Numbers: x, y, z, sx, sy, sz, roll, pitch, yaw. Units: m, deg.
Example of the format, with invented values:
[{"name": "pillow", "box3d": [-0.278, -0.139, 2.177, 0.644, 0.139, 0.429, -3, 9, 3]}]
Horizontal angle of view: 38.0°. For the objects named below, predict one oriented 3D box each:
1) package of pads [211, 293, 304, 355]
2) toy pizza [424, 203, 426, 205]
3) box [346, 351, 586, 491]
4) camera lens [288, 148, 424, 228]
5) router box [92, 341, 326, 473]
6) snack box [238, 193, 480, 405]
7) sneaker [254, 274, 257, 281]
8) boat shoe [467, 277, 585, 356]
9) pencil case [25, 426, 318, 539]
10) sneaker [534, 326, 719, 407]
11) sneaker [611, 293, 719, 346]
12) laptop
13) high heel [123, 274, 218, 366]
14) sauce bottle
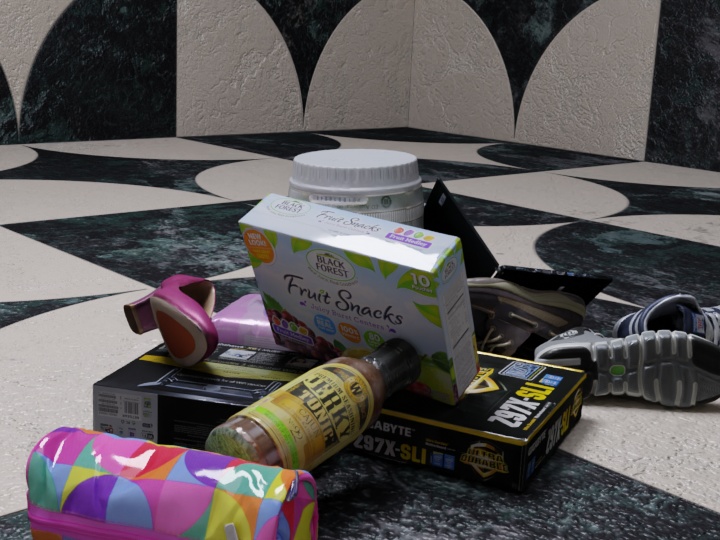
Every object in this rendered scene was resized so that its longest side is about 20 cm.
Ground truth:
[{"name": "package of pads", "box3d": [-0.048, 0.075, 1.045, 0.197, 0.077, 0.121, 6, 16, 13]}, {"name": "toy pizza", "box3d": [0.035, -0.027, 1.348, 0.197, 0.201, 0.032, 5, 54, 11]}, {"name": "box", "box3d": [0.100, 0.123, 0.932, 0.158, 0.050, 0.199, 11, 15, 25]}, {"name": "camera lens", "box3d": [-0.005, -0.030, 1.209, 0.157, 0.203, 0.160, 0, 15, 0]}, {"name": "router box", "box3d": [-0.111, 0.113, 0.919, 0.197, 0.053, 0.157, 6, 13, 15]}, {"name": "snack box", "box3d": [-0.001, 0.022, 0.892, 0.198, 0.144, 0.053, 15, 43, 33]}, {"name": "sneaker", "box3d": [0.000, 0.000, 1.043, 0.197, 0.075, 0.115, 0, 8, -19]}, {"name": "boat shoe", "box3d": [0.158, 0.057, 1.136, 0.197, 0.074, 0.075, 6, -22, -14]}, {"name": "pencil case", "box3d": [-0.122, 0.155, 0.677, 0.197, 0.090, 0.088, 6, 13, 19]}, {"name": "sneaker", "box3d": [0.272, 0.086, 1.070, 0.197, 0.076, 0.116, 2, 11, 3]}, {"name": "sneaker", "box3d": [0.380, 0.062, 1.124, 0.197, 0.071, 0.109, -4, -12, -1]}, {"name": "laptop", "box3d": [0.167, -0.014, 1.209, 0.197, 0.105, 0.178, 6, -20, -6]}, {"name": "high heel", "box3d": [-0.147, 0.033, 0.958, 0.095, 0.068, 0.199, -23, 19, -25]}, {"name": "sauce bottle", "box3d": [-0.027, 0.104, 0.786, 0.064, 0.066, 0.199, 12, 28, 36]}]
